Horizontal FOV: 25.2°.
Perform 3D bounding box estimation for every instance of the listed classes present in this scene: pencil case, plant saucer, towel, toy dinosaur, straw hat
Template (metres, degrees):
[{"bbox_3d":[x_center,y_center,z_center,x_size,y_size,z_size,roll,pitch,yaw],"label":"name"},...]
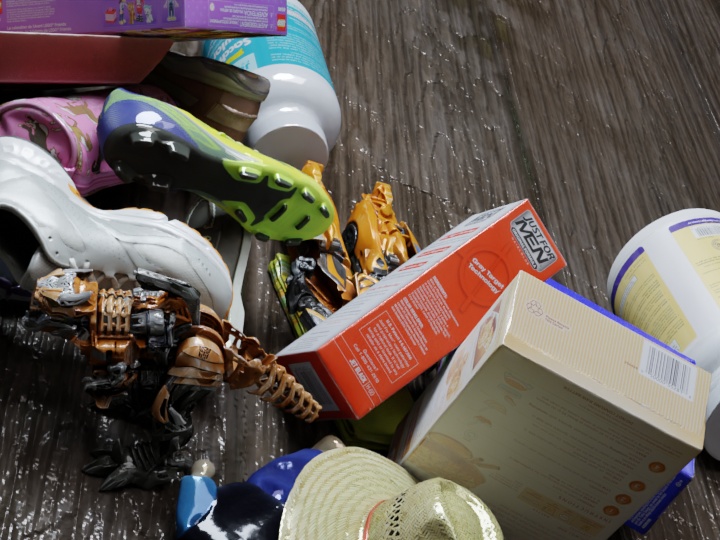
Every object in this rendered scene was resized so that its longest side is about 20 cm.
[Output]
[{"bbox_3d":[-0.205,-0.095,1.219,0.086,0.084,0.200,-4,7,21],"label":"pencil case"},{"bbox_3d":[-0.276,-0.157,1.227,0.199,0.037,0.199,2,6,44],"label":"plant saucer"},{"bbox_3d":[-0.007,0.063,1.265,0.085,0.018,0.201,9,38,-33],"label":"towel"},{"bbox_3d":[-0.123,0.067,1.035,0.199,0.136,0.102,30,29,-2],"label":"toy dinosaur"},{"bbox_3d":[0.044,0.182,1.020,0.200,0.085,0.202,32,38,-29],"label":"straw hat"}]

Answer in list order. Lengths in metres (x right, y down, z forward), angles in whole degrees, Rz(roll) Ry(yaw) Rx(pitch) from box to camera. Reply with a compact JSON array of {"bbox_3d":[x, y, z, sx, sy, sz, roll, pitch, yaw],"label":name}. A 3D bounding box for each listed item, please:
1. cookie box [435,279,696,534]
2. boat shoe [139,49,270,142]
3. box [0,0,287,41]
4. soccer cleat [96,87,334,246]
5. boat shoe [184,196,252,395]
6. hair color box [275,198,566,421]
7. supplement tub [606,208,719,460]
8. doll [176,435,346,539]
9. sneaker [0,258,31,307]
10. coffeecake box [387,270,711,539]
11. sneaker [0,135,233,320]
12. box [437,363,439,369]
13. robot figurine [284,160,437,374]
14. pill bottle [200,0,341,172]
[{"bbox_3d":[0.164,0.091,1.279,0.199,0.075,0.172,30,30,-4],"label":"cookie box"},{"bbox_3d":[-0.152,-0.146,1.354,0.075,0.072,0.199,14,4,-35],"label":"boat shoe"},{"bbox_3d":[-0.176,-0.200,1.262,0.198,0.040,0.136,2,5,31],"label":"box"},{"bbox_3d":[-0.102,-0.080,1.183,0.199,0.065,0.084,21,34,-32],"label":"soccer cleat"},{"bbox_3d":[-0.122,0.005,1.190,0.060,0.072,0.203,25,34,-21],"label":"boat shoe"},{"bbox_3d":[0.043,0.030,1.171,0.199,0.101,0.062,-36,97,-20],"label":"hair color box"},{"bbox_3d":[0.322,0.058,1.448,0.144,0.146,0.201,12,36,-30],"label":"supplement tub"},{"bbox_3d":[-0.058,0.173,1.027,0.137,0.049,0.199,48,33,13],"label":"doll"},{"bbox_3d":[-0.272,-0.044,1.107,0.199,0.088,0.075,22,31,-16],"label":"sneaker"},{"bbox_3d":[0.123,0.116,1.117,0.153,0.200,0.073,28,45,-7],"label":"coffeecake box"},{"bbox_3d":[-0.181,-0.004,1.059,0.199,0.076,0.092,27,35,-7],"label":"sneaker"},{"bbox_3d":[0.132,0.083,1.360,0.162,0.021,0.201,14,35,-28],"label":"box"},{"bbox_3d":[0.000,0.000,1.291,0.144,0.058,0.201,14,35,-28],"label":"robot figurine"},{"bbox_3d":[-0.079,-0.157,1.426,0.110,0.111,0.201,16,33,-25],"label":"pill bottle"}]
